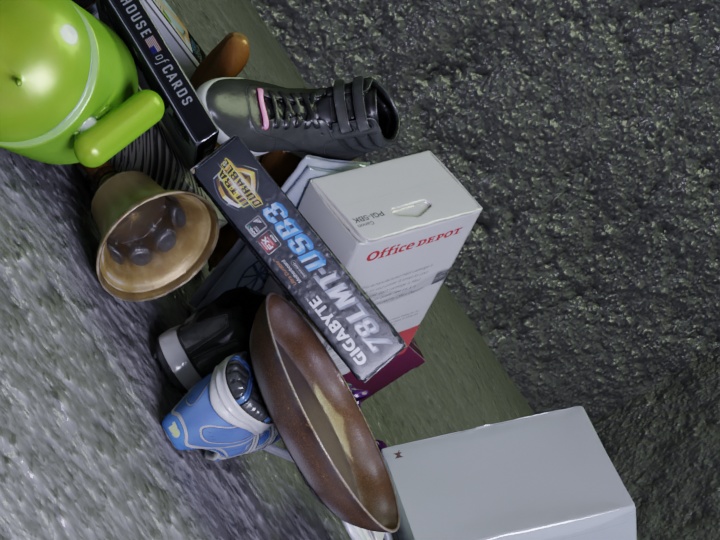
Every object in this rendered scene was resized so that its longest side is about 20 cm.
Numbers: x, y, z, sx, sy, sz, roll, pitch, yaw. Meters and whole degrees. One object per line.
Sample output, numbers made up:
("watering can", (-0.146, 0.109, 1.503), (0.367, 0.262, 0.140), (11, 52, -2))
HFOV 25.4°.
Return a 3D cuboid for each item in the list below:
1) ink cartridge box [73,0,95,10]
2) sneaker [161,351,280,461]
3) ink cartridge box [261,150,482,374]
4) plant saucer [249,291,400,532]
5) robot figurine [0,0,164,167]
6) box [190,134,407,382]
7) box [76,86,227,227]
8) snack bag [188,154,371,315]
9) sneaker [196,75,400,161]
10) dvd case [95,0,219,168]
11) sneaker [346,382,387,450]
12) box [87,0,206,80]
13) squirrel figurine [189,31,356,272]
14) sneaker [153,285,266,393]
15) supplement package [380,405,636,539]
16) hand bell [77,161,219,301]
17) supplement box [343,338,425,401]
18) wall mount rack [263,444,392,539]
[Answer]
("ink cartridge box", (-0.279, -0.293, 1.265), (0.200, 0.165, 0.075), (59, 13, 9))
("sneaker", (-0.092, 0.103, 1.221), (0.076, 0.077, 0.200), (62, 9, 13))
("ink cartridge box", (0.000, 0.000, 1.426), (0.147, 0.200, 0.083), (-16, 56, -38))
("plant saucer", (-0.031, 0.110, 1.188), (0.200, 0.032, 0.200), (60, 8, -15))
("robot figurine", (-0.231, -0.140, 1.145), (0.175, 0.116, 0.200), (44, 4, 11))
("box", (-0.050, -0.010, 1.229), (0.200, 0.050, 0.199), (51, -4, -4))
("box", (-0.200, -0.106, 1.364), (0.200, 0.082, 0.068), (58, 9, 6))
("snack bag", (-0.041, -0.026, 1.452), (0.200, 0.189, 0.021), (2, 43, -54))
("sneaker", (-0.046, -0.137, 1.352), (0.200, 0.099, 0.071), (9, 68, -49))
("dvd case", (-0.160, -0.155, 1.248), (0.151, 0.025, 0.200), (58, -6, -2))
("sneaker", (-0.043, 0.108, 1.493), (0.200, 0.087, 0.074), (60, 7, 10))
("box", (-0.233, -0.220, 1.482), (0.200, 0.116, 0.060), (54, 10, -37))
("squirrel figurine", (-0.099, -0.088, 1.501), (0.186, 0.200, 0.142), (26, 47, -28))
("sneaker", (-0.103, 0.052, 1.311), (0.067, 0.090, 0.200), (59, 7, 0))
("supplement package", (0.133, 0.257, 1.402), (0.147, 0.191, 0.200), (-112, -168, -57))
("hand bell", (-0.205, -0.076, 1.274), (0.200, 0.104, 0.104), (49, 0, 37))
("supplement box", (-0.040, 0.036, 1.653), (0.103, 0.131, 0.200), (46, 14, -54))
("wall mount rack", (-0.038, 0.179, 1.328), (0.174, 0.074, 0.200), (62, 7, -1))
